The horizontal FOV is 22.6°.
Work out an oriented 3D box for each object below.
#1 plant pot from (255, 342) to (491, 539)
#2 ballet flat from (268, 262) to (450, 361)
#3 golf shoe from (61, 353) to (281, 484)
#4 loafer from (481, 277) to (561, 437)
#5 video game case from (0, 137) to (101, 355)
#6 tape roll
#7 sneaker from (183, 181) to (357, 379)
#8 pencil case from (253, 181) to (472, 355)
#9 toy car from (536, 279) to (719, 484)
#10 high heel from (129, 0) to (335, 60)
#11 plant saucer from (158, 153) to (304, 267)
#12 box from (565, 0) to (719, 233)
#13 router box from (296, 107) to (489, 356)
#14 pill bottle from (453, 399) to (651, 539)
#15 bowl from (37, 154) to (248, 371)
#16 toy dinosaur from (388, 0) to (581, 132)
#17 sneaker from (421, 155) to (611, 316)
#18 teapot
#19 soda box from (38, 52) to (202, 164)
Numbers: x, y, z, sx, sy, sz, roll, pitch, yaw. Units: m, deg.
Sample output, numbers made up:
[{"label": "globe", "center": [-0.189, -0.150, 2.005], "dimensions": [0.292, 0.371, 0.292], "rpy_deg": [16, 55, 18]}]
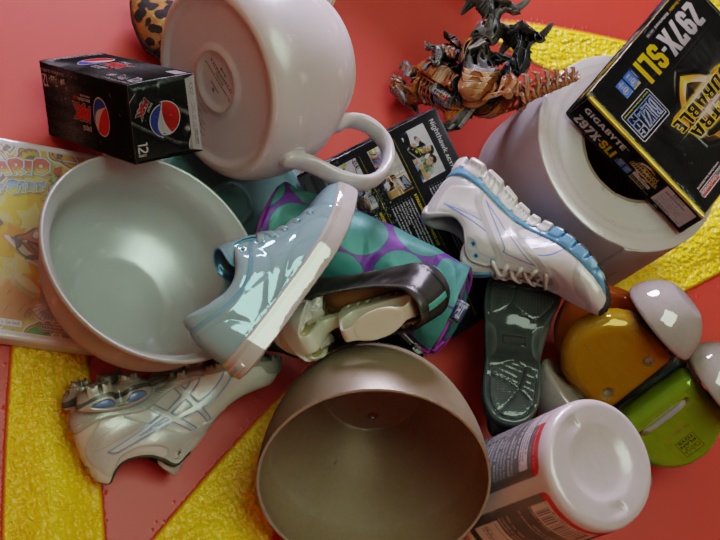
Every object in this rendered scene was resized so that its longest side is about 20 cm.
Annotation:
[{"label": "plant pot", "center": [0.011, 0.140, 1.562], "dimensions": [0.199, 0.201, 0.135], "rpy_deg": [23, 32, -16]}, {"label": "ballet flat", "center": [-0.020, 0.038, 1.523], "dimensions": [0.068, 0.198, 0.069], "rpy_deg": [64, 27, -19]}, {"label": "golf shoe", "center": [-0.157, 0.124, 1.553], "dimensions": [0.198, 0.078, 0.098], "rpy_deg": [-13, 96, -24]}, {"label": "loafer", "center": [0.142, 0.060, 1.672], "dimensions": [0.071, 0.063, 0.202], "rpy_deg": [14, 62, -1]}, {"label": "video game case", "center": [-0.315, -0.028, 1.550], "dimensions": [0.198, 0.023, 0.184], "rpy_deg": [9, 68, -22]}, {"label": "tape roll", "center": [0.230, -0.091, 1.763], "dimensions": [0.201, 0.139, 0.205], "rpy_deg": [9, 67, -22]}, {"label": "sneaker", "center": [-0.074, -0.011, 1.483], "dimensions": [0.082, 0.074, 0.201], "rpy_deg": [38, 59, -8]}, {"label": "pencil case", "center": [0.000, 0.000, 1.587], "dimensions": [0.199, 0.085, 0.093], "rpy_deg": [25, 73, 1]}, {"label": "toy car", "center": [0.261, 0.095, 1.710], "dimensions": [0.200, 0.175, 0.150], "rpy_deg": [45, 15, -22]}, {"label": "high heel", "center": [-0.117, -0.252, 1.702], "dimensions": [0.142, 0.071, 0.200], "rpy_deg": [43, 60, -1]}, {"label": "plant saucer", "center": [-0.122, -0.055, 1.643], "dimensions": [0.198, 0.036, 0.202], "rpy_deg": [9, 67, -23]}, {"label": "box", "center": [0.309, -0.159, 1.718], "dimensions": [0.160, 0.049, 0.200], "rpy_deg": [45, 58, -2]}, {"label": "router box", "center": [0.048, -0.031, 1.687], "dimensions": [0.148, 0.051, 0.201], "rpy_deg": [-28, 95, -31]}, {"label": "pill bottle", "center": [0.153, 0.192, 1.580], "dimensions": [0.113, 0.200, 0.115], "rpy_deg": [11, 66, -27]}, {"label": "bowl", "center": [-0.192, 0.009, 1.523], "dimensions": [0.199, 0.090, 0.203], "rpy_deg": [17, 53, -24]}, {"label": "toy dinosaur", "center": [0.122, -0.189, 1.725], "dimensions": [0.198, 0.102, 0.137], "rpy_deg": [16, 73, 19]}, {"label": "sneaker", "center": [0.138, -0.012, 1.640], "dimensions": [0.200, 0.075, 0.087], "rpy_deg": [39, 71, 21]}, {"label": "teapot", "center": [-0.070, -0.177, 1.583], "dimensions": [0.145, 0.196, 0.202], "rpy_deg": [-18, 111, -38]}, {"label": "soda box", "center": [-0.207, -0.141, 1.538], "dimensions": [0.063, 0.200, 0.072], "rpy_deg": [-14, 108, -28]}]
